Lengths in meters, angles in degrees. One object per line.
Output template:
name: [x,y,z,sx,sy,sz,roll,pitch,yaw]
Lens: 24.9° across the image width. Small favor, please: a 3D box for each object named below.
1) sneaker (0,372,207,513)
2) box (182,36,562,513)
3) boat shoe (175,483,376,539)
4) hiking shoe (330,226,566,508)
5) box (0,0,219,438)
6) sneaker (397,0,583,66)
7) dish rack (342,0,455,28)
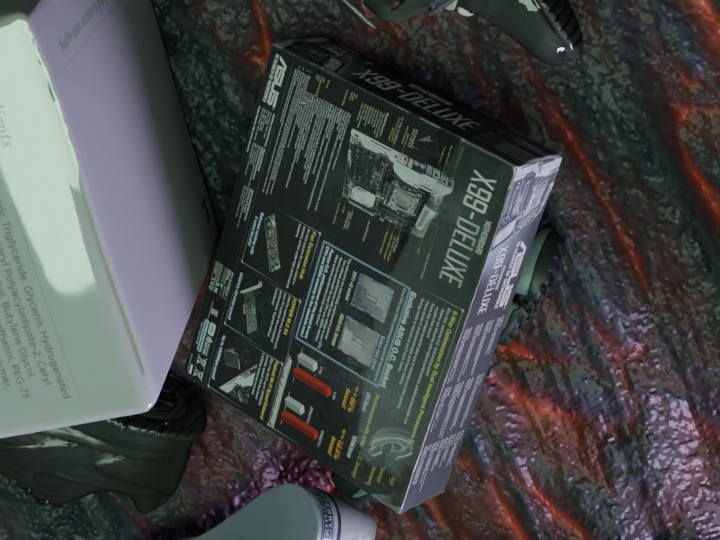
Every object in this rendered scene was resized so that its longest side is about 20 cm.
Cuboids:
sneaker: [-0.193,0.092,0.946,0.199,0.076,0.091,17,121,0]
box: [0.000,0.000,0.848,0.157,0.050,0.200,29,114,28]
boat shoe: [-0.075,0.187,0.975,0.200,0.074,0.065,-26,151,35]
hiking shoe: [0.032,0.040,0.908,0.087,0.074,0.200,36,110,9]
box: [-0.187,-0.044,0.811,0.171,0.199,0.201,-10,113,9]
sneaker: [0.024,-0.164,0.809,0.200,0.074,0.088,46,111,-4]
dish rack: [-0.013,-0.196,0.710,0.200,0.055,0.153,41,129,-15]
